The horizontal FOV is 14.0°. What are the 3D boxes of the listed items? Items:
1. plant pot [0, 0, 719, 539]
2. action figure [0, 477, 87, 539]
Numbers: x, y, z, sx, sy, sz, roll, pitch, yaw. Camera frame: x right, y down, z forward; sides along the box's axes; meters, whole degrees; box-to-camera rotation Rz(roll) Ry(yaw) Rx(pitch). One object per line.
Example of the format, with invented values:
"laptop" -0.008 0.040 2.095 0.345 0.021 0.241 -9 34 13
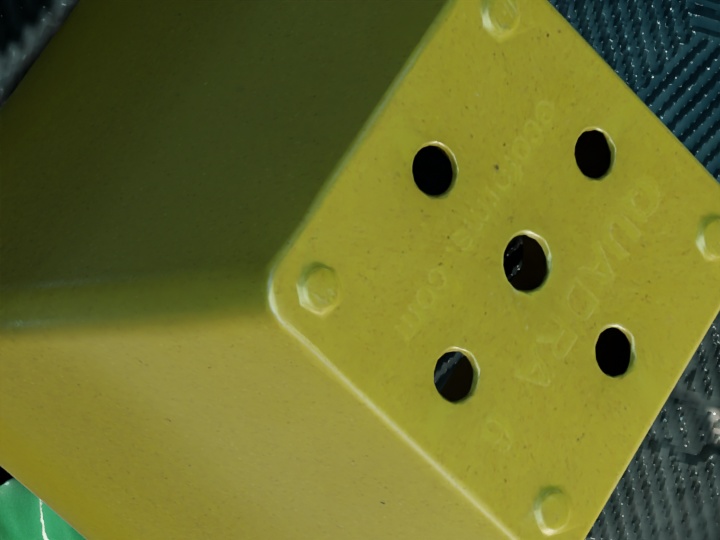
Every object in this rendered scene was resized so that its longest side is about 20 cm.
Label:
"plant pot" 0.000 0.000 0.925 0.200 0.176 0.200 44 65 -24
"action figure" -0.078 0.149 1.011 0.118 0.055 0.200 -29 110 -18
